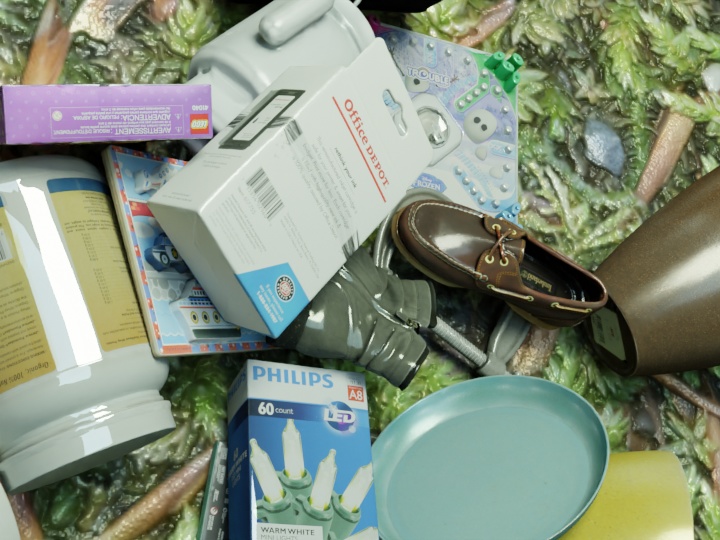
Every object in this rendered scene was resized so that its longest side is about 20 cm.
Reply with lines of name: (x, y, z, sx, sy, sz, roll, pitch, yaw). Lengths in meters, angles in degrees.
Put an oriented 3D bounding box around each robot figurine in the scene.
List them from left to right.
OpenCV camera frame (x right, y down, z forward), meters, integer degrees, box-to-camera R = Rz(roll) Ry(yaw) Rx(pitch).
robot figurine: (-0.061, -0.156, 0.836, 0.113, 0.170, 0.200, 42, 56, 10)

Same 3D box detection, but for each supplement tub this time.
supplement tub: (-0.219, 0.038, 0.718, 0.143, 0.145, 0.203, -17, 80, -27)

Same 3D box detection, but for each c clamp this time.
c clamp: (0.082, 0.031, 0.902, 0.200, 0.027, 0.172, 42, 67, -11)

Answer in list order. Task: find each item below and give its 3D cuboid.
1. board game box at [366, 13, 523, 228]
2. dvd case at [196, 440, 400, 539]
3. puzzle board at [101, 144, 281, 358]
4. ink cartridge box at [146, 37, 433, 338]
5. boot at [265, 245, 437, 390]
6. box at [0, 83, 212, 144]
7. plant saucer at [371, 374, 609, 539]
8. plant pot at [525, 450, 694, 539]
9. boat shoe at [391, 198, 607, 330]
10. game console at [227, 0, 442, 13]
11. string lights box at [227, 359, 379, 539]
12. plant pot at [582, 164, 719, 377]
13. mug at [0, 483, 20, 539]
board game box: (0.066, -0.135, 0.965, 0.197, 0.026, 0.203, 11, 70, -20)
dvd case: (-0.033, 0.227, 0.808, 0.197, 0.022, 0.148, 15, 68, -17)
puzzle board: (-0.110, -0.012, 0.786, 0.199, 0.017, 0.153, 4, 66, -63)
ink cartridge box: (-0.043, -0.066, 0.743, 0.200, 0.067, 0.117, -48, 127, -27)
boot: (0.000, 0.000, 0.840, 0.129, 0.068, 0.202, 18, 52, -13)
box: (-0.199, -0.112, 0.747, 0.135, 0.199, 0.040, -5, 98, -24)
plant saucer: (0.096, 0.157, 0.799, 0.199, 0.199, 0.028, -39, 126, -28)
plant pot: (0.169, 0.237, 0.815, 0.139, 0.201, 0.203, 6, 69, 5)
boat shoe: (0.124, -0.011, 0.885, 0.198, 0.070, 0.071, 23, 69, -19)
game console: (-0.022, -0.297, 0.913, 0.197, 0.176, 0.119, -3, 93, -20)
string lights box: (-0.044, 0.174, 0.763, 0.101, 0.059, 0.203, 8, 56, -21)
plant pot: (0.309, 0.015, 0.952, 0.198, 0.187, 0.189, -23, 83, -13)
mug: (-0.307, 0.167, 0.645, 0.152, 0.149, 0.189, -19, 88, -35)
